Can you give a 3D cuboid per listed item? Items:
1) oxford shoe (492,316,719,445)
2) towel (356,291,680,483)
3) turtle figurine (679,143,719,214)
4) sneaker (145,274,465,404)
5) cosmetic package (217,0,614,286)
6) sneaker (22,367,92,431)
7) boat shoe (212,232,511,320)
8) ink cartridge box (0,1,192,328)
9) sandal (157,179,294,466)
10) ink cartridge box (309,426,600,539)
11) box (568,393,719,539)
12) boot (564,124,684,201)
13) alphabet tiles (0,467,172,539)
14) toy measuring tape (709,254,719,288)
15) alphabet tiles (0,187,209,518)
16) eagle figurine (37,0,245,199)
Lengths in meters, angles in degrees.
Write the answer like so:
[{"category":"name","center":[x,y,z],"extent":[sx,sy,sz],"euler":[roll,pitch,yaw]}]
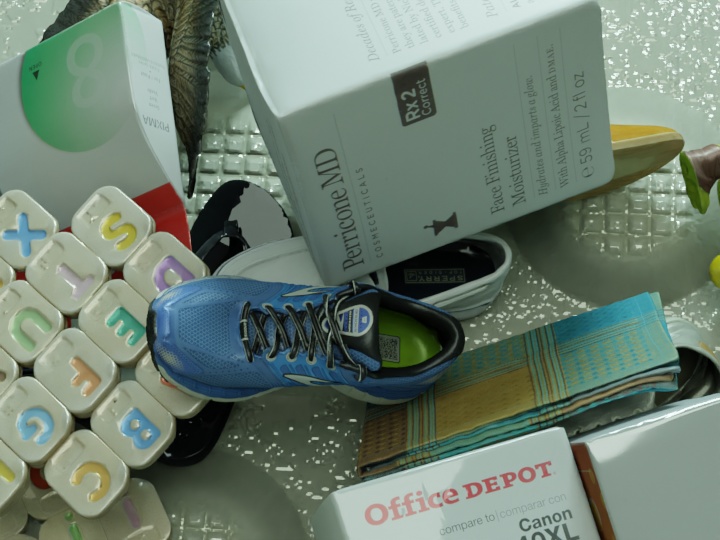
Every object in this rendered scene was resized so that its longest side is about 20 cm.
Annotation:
[{"category":"oxford shoe","center":[0.148,0.102,1.197],"extent":[0.200,0.076,0.058],"euler":[-37,33,-16]},{"category":"towel","center":[0.096,0.070,1.174],"extent":[0.199,0.147,0.022],"euler":[-19,104,10]},{"category":"turtle figurine","center":[0.300,-0.072,1.246],"extent":[0.160,0.065,0.200],"euler":[-20,44,-13]},{"category":"sneaker","center":[-0.029,0.033,1.127],"extent":[0.198,0.089,0.079],"euler":[3,73,-25]},{"category":"cosmetic package","center":[0.031,-0.127,1.182],"extent":[0.199,0.165,0.166],"euler":[-21,51,-4]},{"category":"sneaker","center":[-0.217,0.094,1.217],"extent":[0.198,0.071,0.083],"euler":[13,68,22]},{"category":"boat shoe","center":[0.000,0.000,1.236],"extent":[0.198,0.065,0.074],"euler":[-9,72,-15]},{"category":"ink cartridge box","center":[-0.187,-0.051,1.243],"extent":[0.160,0.050,0.202],"euler":[-21,67,33]},{"category":"sandal","center":[-0.092,0.030,1.259],"extent":[0.075,0.043,0.202],"euler":[12,67,7]},{"category":"ink cartridge box","center":[0.070,0.204,1.084],"extent":[0.144,0.083,0.201],"euler":[-15,76,-12]},{"category":"box","center":[0.191,0.180,1.105],"extent":[0.097,0.124,0.202],"euler":[-17,85,-5]},{"category":"boot","center":[0.107,-0.118,1.303],"extent":[0.199,0.071,0.145],"euler":[-12,66,1]},{"category":"alphabet tiles","center":[-0.203,0.212,1.197],"extent":[0.199,0.015,0.196],"euler":[-25,68,-9]},{"category":"toy measuring tape","center":[0.320,0.021,1.228],"extent":[0.198,0.074,0.074],"euler":[9,66,12]},{"category":"alphabet tiles","center":[-0.188,0.047,1.170],"extent":[0.195,0.015,0.200],"euler":[40,84,21]},{"category":"eagle figurine","center":[-0.122,-0.160,1.304],"extent":[0.151,0.152,0.200],"euler":[39,66,-4]}]
